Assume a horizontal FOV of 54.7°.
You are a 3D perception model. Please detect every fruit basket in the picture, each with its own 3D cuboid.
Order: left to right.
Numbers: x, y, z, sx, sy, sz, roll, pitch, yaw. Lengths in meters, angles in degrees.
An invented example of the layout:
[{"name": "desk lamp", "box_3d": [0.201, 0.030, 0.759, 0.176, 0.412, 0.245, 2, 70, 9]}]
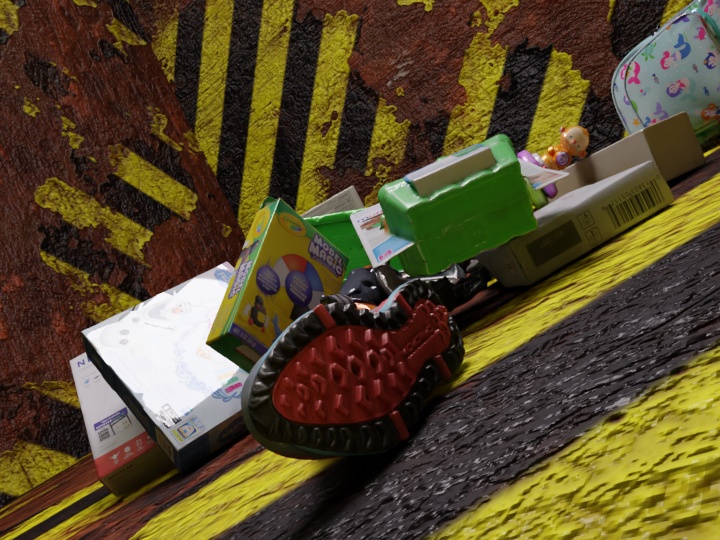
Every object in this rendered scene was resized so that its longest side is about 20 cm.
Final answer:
[{"name": "fruit basket", "box_3d": [0.000, 0.000, 0.931, 0.209, 0.161, 0.216, -8, -10, -1]}, {"name": "fruit basket", "box_3d": [0.079, -0.073, 0.660, 0.181, 0.096, 0.201, -23, 23, 1]}]

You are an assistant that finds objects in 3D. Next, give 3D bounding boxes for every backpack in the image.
[{"name": "backpack", "box_3d": [0.445, -0.253, 0.949, 0.148, 0.181, 0.199, -22, -8, -33]}]

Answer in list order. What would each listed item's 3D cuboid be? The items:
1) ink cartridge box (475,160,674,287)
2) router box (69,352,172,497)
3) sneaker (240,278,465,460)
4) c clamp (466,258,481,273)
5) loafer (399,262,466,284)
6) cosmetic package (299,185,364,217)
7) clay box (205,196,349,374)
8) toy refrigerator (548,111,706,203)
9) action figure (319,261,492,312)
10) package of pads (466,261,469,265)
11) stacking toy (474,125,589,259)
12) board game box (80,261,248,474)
[{"name": "ink cartridge box", "box_3d": [0.199, -0.039, 0.715, 0.160, 0.058, 0.200, -30, -4, -6]}, {"name": "router box", "box_3d": [-0.233, 0.137, 0.835, 0.197, 0.180, 0.049, -29, -40, -11]}, {"name": "sneaker", "box_3d": [-0.008, 0.071, 0.408, 0.095, 0.080, 0.198, -39, -13, 28]}, {"name": "c clamp", "box_3d": [0.233, -0.048, 1.042, 0.198, 0.028, 0.170, -30, -1, 36]}, {"name": "loafer", "box_3d": [0.033, 0.043, 0.806, 0.196, 0.073, 0.063, -27, 21, 9]}, {"name": "cosmetic package", "box_3d": [-0.008, -0.012, 1.060, 0.103, 0.204, 0.071, -26, -1, -1]}, {"name": "clay box", "box_3d": [-0.078, 0.017, 0.741, 0.047, 0.114, 0.204, -23, 40, 40]}, {"name": "toy refrigerator", "box_3d": [0.315, -0.117, 0.858, 0.074, 0.072, 0.199, -23, -1, -22]}, {"name": "action figure", "box_3d": [0.024, 0.030, 0.676, 0.197, 0.106, 0.194, -32, 9, 16]}, {"name": "package of pads", "box_3d": [0.169, -0.050, 1.184, 0.119, 0.077, 0.199, -32, -7, 15]}, {"name": "stacking toy", "box_3d": [0.203, -0.102, 0.862, 0.199, 0.117, 0.110, -41, -3, 14]}, {"name": "board game box", "box_3d": [-0.171, 0.094, 0.773, 0.197, 0.199, 0.044, -29, -38, -35]}]
